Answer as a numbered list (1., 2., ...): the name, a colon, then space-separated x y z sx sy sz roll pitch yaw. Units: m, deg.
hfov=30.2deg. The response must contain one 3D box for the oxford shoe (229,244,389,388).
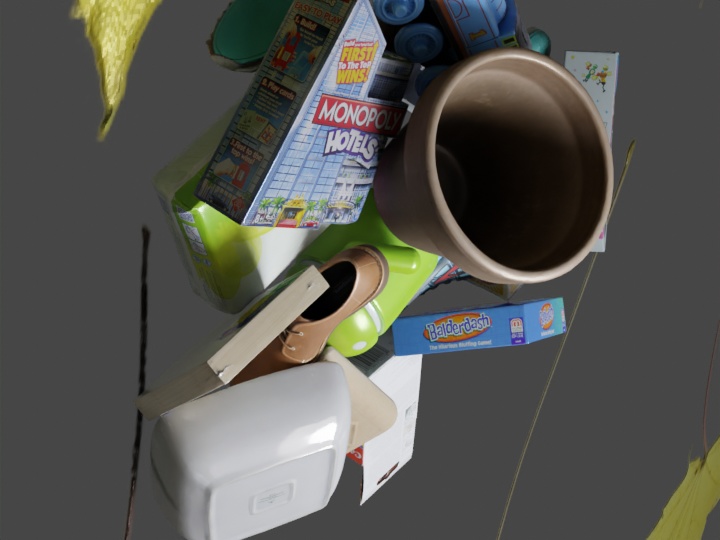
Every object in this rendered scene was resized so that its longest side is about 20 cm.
1. oxford shoe: -0.061 0.051 1.231 0.200 0.071 0.071 -48 167 17

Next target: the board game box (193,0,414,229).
1. board game box: -0.023 -0.137 1.103 0.199 0.061 0.202 -1 116 -55

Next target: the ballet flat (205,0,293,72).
1. ballet flat: -0.053 -0.227 1.125 0.201 0.071 0.072 -50 148 -21

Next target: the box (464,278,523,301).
1. box: 0.149 -0.083 1.512 0.101 0.112 0.202 -45 147 -31

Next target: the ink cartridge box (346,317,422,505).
1. ink cartridge box: 0.019 0.166 1.567 0.109 0.050 0.202 -36 142 -40

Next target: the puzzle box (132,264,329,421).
1. puzzle box: -0.117 0.066 1.166 0.133 0.026 0.200 -43 -173 -29

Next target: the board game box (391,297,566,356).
1. board game box: 0.136 0.061 1.492 0.200 0.150 0.046 -2 85 -70

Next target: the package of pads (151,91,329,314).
1. package of pads: -0.085 -0.076 1.188 0.200 0.068 0.156 -45 146 -24

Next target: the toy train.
1. toy train: 0.081 -0.235 1.200 0.201 0.113 0.088 56 20 -47

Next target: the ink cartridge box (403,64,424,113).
1. ink cartridge box: 0.136 -0.168 1.365 0.100 0.198 0.039 -61 -166 -5

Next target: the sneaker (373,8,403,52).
1. sneaker: 0.081 -0.266 1.293 0.201 0.075 0.071 -54 150 -17

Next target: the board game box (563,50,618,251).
1. board game box: 0.258 -0.133 1.534 0.148 0.063 0.203 39 55 -77

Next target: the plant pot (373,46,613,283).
1. plant pot: 0.101 -0.084 1.203 0.197 0.174 0.204 3 84 -27

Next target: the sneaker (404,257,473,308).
1. sneaker: 0.091 -0.005 1.438 0.095 0.080 0.200 26 125 -26

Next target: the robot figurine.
1. robot figurine: 0.000 0.000 1.335 0.201 0.115 0.176 -50 179 -22

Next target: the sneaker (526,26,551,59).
1. sneaker: 0.202 -0.178 1.550 0.071 0.079 0.203 -26 133 -47

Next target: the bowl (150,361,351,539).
1. bowl: -0.095 0.186 1.270 0.197 0.075 0.201 -17 148 -19

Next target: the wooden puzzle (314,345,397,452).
1. wooden puzzle: -0.078 0.158 1.359 0.199 0.047 0.185 -34 146 7
